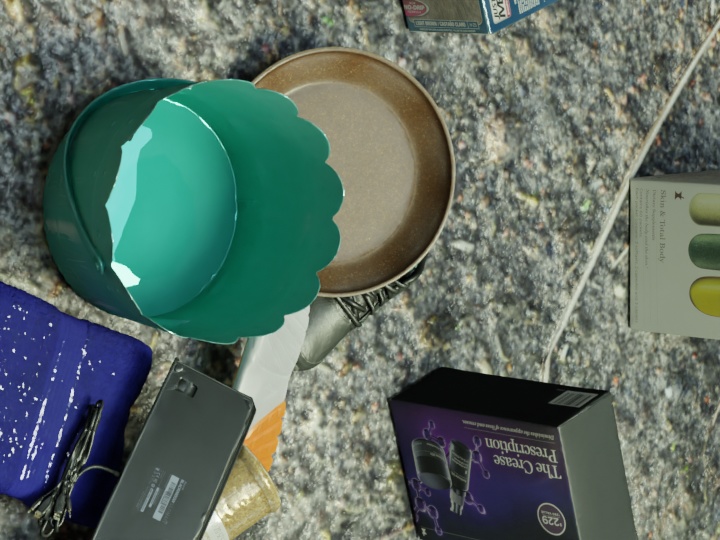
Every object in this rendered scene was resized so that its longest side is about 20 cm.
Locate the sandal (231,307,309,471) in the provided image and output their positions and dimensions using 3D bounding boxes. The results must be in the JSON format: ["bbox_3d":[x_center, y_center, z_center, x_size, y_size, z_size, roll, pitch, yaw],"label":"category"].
[{"bbox_3d":[-0.098,0.100,1.709,0.079,0.059,0.208,11,101,-56],"label":"sandal"}]

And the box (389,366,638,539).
[{"bbox_3d":[0.131,0.171,1.841,0.079,0.199,0.142,-30,113,-38],"label":"box"}]

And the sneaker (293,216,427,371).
[{"bbox_3d":[0.000,0.000,1.782,0.075,0.079,0.201,50,63,-36],"label":"sneaker"}]

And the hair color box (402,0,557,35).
[{"bbox_3d":[0.136,-0.266,1.867,0.199,0.100,0.061,-29,115,-38],"label":"hair color box"}]

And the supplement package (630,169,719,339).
[{"bbox_3d":[0.383,-0.015,2.063,0.150,0.199,0.153,-7,99,-43],"label":"supplement package"}]

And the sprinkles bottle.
[{"bbox_3d":[-0.157,0.208,1.622,0.199,0.068,0.069,-35,119,-15],"label":"sprinkles bottle"}]

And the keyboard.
[{"bbox_3d":[-0.168,0.159,1.585,0.127,0.021,0.201,28,69,-12],"label":"keyboard"}]

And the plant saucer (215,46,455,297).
[{"bbox_3d":[-0.023,-0.080,1.734,0.199,0.037,0.202,0,92,-12],"label":"plant saucer"}]

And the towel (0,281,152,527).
[{"bbox_3d":[-0.251,0.095,1.575,0.200,0.049,0.149,28,72,-44],"label":"towel"}]

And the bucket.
[{"bbox_3d":[-0.131,-0.047,1.595,0.206,0.134,0.209,-3,95,-36],"label":"bucket"}]
